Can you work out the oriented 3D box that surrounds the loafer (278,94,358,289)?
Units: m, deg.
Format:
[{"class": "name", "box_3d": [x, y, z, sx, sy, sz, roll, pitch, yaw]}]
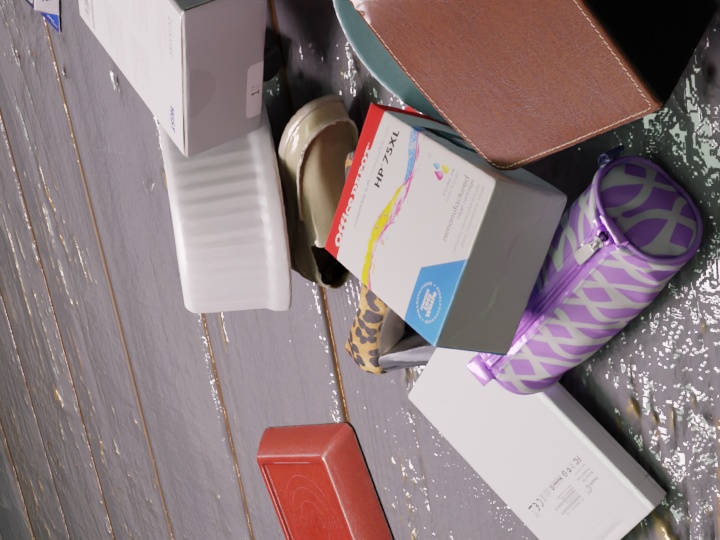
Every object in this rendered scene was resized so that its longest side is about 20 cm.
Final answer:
[{"class": "loafer", "box_3d": [-0.026, -0.063, 0.966, 0.068, 0.075, 0.202, 42, 148, 31]}]

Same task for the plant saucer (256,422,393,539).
[{"class": "plant saucer", "box_3d": [-0.040, 0.270, 1.209, 0.199, 0.036, 0.203, -15, 95, 57]}]

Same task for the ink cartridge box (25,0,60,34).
[{"class": "ink cartridge box", "box_3d": [-0.405, -0.396, 1.346, 0.099, 0.039, 0.202, 43, 140, 32]}]

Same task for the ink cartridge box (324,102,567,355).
[{"class": "ink cartridge box", "box_3d": [0.043, -0.040, 0.772, 0.200, 0.066, 0.118, 40, 116, 51]}]

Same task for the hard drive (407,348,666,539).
[{"class": "hard drive", "box_3d": [0.131, 0.134, 0.866, 0.200, 0.027, 0.133, 46, 142, 16]}]

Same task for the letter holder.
[{"class": "letter holder", "box_3d": [0.081, -0.174, 0.637, 0.200, 0.101, 0.141, 48, 144, -16]}]

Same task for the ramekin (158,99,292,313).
[{"class": "ramekin", "box_3d": [-0.126, -0.056, 1.014, 0.200, 0.096, 0.204, 171, 90, -81]}]

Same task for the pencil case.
[{"class": "pencil case", "box_3d": [0.147, 0.010, 0.743, 0.084, 0.085, 0.201, 45, 144, 12]}]

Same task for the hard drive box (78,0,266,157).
[{"class": "hard drive box", "box_3d": [-0.161, -0.222, 0.908, 0.201, 0.076, 0.157, 52, 153, 26]}]

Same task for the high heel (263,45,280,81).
[{"class": "high heel", "box_3d": [-0.132, -0.277, 0.971, 0.142, 0.071, 0.202, 37, 146, 29]}]

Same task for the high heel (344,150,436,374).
[{"class": "high heel", "box_3d": [0.000, 0.000, 0.956, 0.142, 0.071, 0.202, -10, 109, 50]}]

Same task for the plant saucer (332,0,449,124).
[{"class": "plant saucer", "box_3d": [0.073, -0.192, 0.736, 0.198, 0.039, 0.203, 19, 133, 21]}]
